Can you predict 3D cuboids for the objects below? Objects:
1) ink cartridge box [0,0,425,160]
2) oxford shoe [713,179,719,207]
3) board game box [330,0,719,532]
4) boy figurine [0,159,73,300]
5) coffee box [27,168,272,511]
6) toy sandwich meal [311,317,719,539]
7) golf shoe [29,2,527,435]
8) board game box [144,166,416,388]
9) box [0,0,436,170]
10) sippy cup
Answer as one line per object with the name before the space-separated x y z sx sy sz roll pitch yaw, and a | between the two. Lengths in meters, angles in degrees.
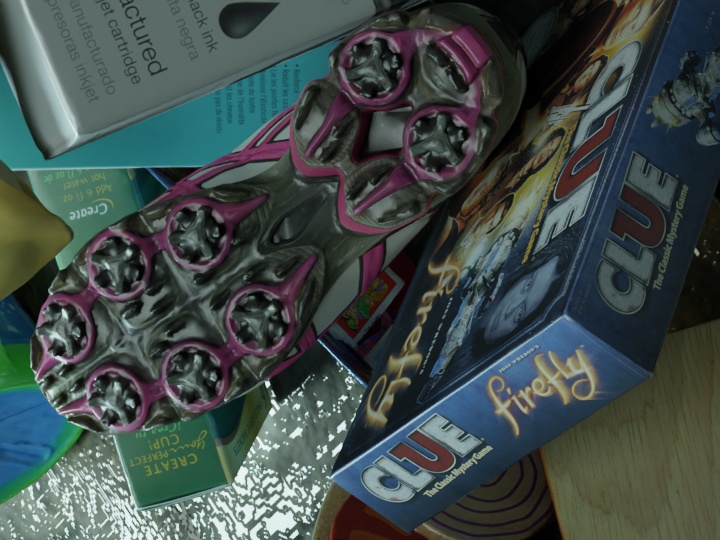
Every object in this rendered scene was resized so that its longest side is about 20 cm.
ink cartridge box | -0.037 -0.143 0.986 0.146 0.199 0.083 66 166 -3
oxford shoe | 0.183 0.018 0.936 0.200 0.075 0.071 42 133 24
board game box | 0.068 -0.026 0.954 0.035 0.201 0.135 34 142 -14
boy figurine | -0.153 -0.080 0.969 0.124 0.064 0.201 -162 48 -77
coffee box | -0.089 -0.017 1.192 0.044 0.123 0.201 -16 98 9
toy sandwich meal | 0.079 0.088 0.958 0.205 0.205 0.070 41 160 26
golf shoe | -0.023 -0.013 1.005 0.200 0.092 0.073 -37 87 16
board game box | 0.000 0.000 1.110 0.039 0.158 0.200 -48 64 6
box | -0.071 -0.076 1.073 0.082 0.199 0.049 -94 2 -61
sippy cup | -0.208 0.035 1.347 0.178 0.139 0.131 -40 67 25
